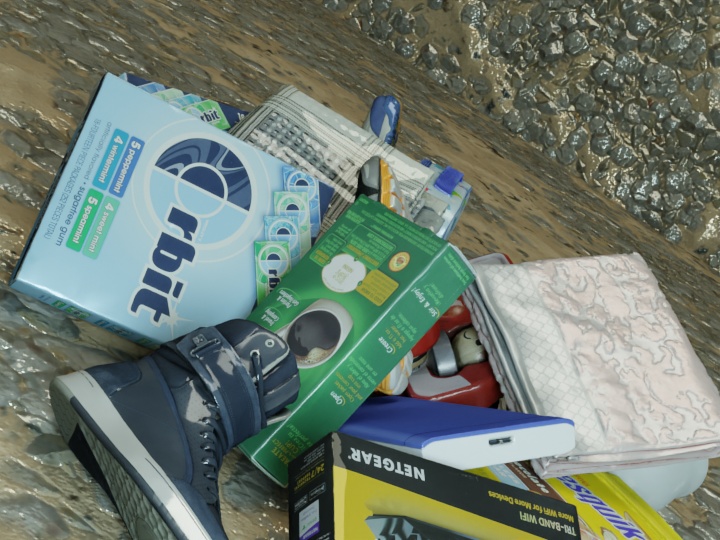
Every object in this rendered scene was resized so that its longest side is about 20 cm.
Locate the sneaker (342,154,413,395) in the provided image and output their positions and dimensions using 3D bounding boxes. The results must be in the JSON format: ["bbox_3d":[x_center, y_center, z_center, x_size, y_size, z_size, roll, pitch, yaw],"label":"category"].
[{"bbox_3d":[0.000,0.000,1.036,0.077,0.201,0.078,-4,-27,17],"label":"sneaker"}]

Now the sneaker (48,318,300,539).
[{"bbox_3d":[-0.083,0.107,0.794,0.146,0.077,0.202,-18,43,-27],"label":"sneaker"}]

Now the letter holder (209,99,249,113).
[{"bbox_3d":[-0.088,-0.077,1.297,0.199,0.143,0.101,29,16,-8],"label":"letter holder"}]

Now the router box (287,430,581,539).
[{"bbox_3d":[0.052,0.198,0.786,0.199,0.052,0.158,20,48,-30],"label":"router box"}]

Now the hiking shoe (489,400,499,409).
[{"bbox_3d":[0.091,0.106,1.243,0.086,0.075,0.200,25,6,3],"label":"hiking shoe"}]

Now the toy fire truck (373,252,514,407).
[{"bbox_3d":[0.081,0.054,1.135,0.167,0.113,0.200,-17,28,-5],"label":"toy fire truck"}]

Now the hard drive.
[{"bbox_3d":[0.036,0.114,0.938,0.131,0.026,0.200,-3,1,-35],"label":"hard drive"}]

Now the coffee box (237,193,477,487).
[{"bbox_3d":[-0.025,0.045,0.933,0.044,0.200,0.123,48,-10,-37],"label":"coffee box"}]

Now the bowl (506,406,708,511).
[{"bbox_3d":[0.199,0.154,1.167,0.201,0.201,0.090,37,61,17],"label":"bowl"}]

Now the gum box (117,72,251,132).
[{"bbox_3d":[-0.138,-0.053,1.126,0.170,0.044,0.201,11,62,-49],"label":"gum box"}]

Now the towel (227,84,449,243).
[{"bbox_3d":[-0.028,-0.072,1.145,0.200,0.035,0.193,35,39,3],"label":"towel"}]

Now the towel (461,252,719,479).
[{"bbox_3d":[0.192,0.069,1.066,0.190,0.032,0.201,-3,52,-25],"label":"towel"}]

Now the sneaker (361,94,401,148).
[{"bbox_3d":[-0.023,-0.098,1.379,0.088,0.201,0.075,25,13,6],"label":"sneaker"}]

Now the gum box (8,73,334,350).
[{"bbox_3d":[-0.139,-0.027,1.003,0.199,0.171,0.045,25,-17,-19],"label":"gum box"}]

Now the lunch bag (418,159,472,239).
[{"bbox_3d":[0.049,-0.035,1.392,0.082,0.161,0.200,32,17,1],"label":"lunch bag"}]

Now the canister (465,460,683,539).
[{"bbox_3d":[0.139,0.203,0.997,0.199,0.087,0.149,17,19,-38],"label":"canister"}]
